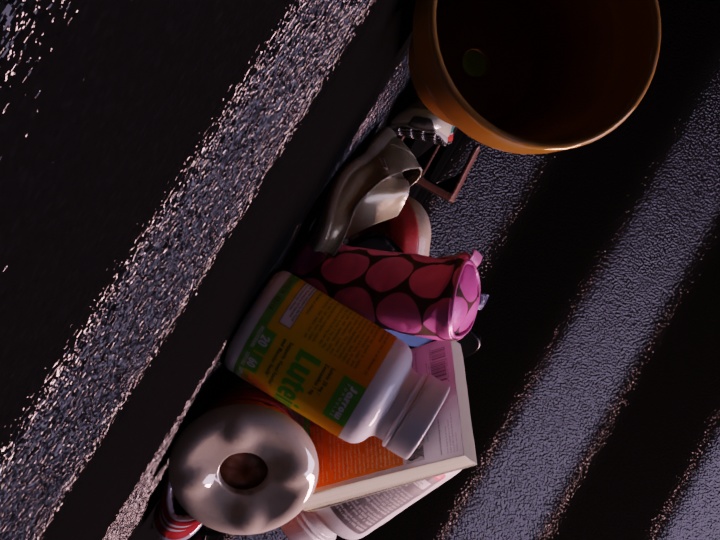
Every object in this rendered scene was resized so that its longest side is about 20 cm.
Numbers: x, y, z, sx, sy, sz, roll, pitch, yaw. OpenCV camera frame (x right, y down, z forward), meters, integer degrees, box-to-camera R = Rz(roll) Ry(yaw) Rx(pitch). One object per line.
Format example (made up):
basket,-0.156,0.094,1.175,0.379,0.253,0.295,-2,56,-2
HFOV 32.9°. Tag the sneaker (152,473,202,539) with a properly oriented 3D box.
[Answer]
sneaker,-0.149,0.201,1.311,0.200,0.071,0.113,-55,179,-24

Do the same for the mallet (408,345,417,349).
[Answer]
mallet,-0.004,0.072,1.301,0.041,0.199,0.066,141,-51,-79

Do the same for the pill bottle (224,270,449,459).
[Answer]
pill bottle,-0.020,0.095,1.169,0.111,0.200,0.111,-59,177,-6

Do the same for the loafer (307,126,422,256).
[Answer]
loafer,0.011,-0.078,1.234,0.200,0.068,0.076,-56,175,-46

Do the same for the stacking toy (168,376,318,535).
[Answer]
stacking toy,-0.119,0.160,1.253,0.146,0.146,0.200,-60,-164,20

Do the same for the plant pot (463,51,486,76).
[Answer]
plant pot,0.186,-0.279,1.361,0.187,0.187,0.200,118,-12,-46

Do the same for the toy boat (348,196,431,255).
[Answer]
toy boat,0.000,0.000,1.444,0.130,0.130,0.201,35,-55,54

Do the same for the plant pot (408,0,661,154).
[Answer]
plant pot,0.127,-0.195,1.052,0.201,0.200,0.183,-59,-168,-8

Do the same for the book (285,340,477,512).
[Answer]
book,0.015,0.158,1.253,0.048,0.199,0.134,40,38,-49

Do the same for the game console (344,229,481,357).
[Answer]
game console,0.011,0.085,1.355,0.172,0.200,0.119,-29,-151,30

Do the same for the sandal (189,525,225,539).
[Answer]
sandal,-0.175,0.289,1.398,0.075,0.045,0.200,-50,-161,-27

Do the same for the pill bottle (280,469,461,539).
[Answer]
pill bottle,0.004,0.223,1.328,0.200,0.111,0.111,-36,-178,13

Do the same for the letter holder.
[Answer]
letter holder,0.115,-0.177,1.667,0.142,0.100,0.200,-61,177,5

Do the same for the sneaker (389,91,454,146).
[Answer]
sneaker,0.082,-0.197,1.408,0.200,0.070,0.094,-32,135,-79

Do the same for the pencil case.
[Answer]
pencil case,0.022,0.013,1.222,0.091,0.199,0.094,33,68,-63
